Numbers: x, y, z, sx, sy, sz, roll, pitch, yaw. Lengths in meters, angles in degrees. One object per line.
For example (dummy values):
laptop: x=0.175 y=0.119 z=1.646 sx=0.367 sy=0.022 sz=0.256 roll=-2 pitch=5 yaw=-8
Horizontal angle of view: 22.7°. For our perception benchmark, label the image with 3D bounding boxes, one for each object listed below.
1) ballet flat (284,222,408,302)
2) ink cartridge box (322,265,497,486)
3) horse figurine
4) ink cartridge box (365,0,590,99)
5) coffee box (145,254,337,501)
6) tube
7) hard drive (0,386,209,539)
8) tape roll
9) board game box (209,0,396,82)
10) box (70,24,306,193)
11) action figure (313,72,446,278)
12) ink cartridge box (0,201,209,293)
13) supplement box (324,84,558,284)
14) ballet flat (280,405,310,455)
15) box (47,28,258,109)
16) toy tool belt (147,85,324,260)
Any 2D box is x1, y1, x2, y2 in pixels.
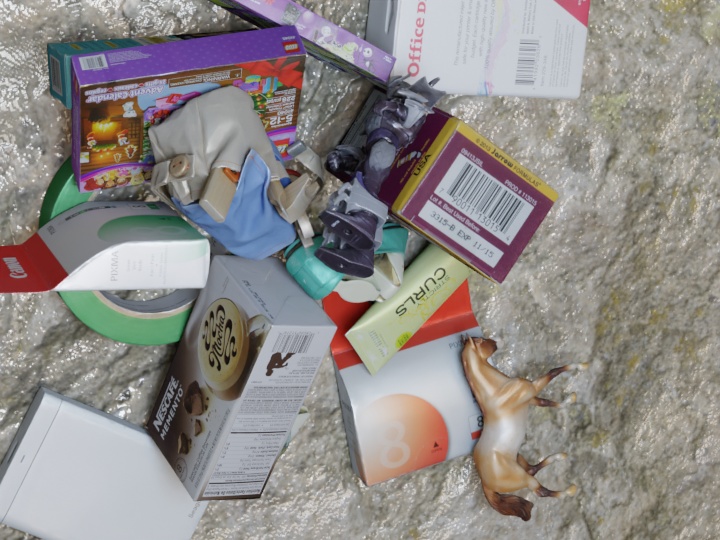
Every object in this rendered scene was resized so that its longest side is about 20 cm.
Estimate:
ballet flat: x=0.000 y=0.000 z=1.675 sx=0.067 sy=0.200 sz=0.071 roll=-42 pitch=74 yaw=25
ink cartridge box: x=0.057 y=0.098 z=1.787 sx=0.161 sy=0.050 sz=0.202 roll=-16 pitch=113 yaw=-17
horse figurine: x=0.158 y=0.163 z=1.795 sx=0.132 sy=0.050 sz=0.202 roll=0 pitch=102 yaw=-23
ink cartridge box: x=0.112 y=-0.243 z=1.694 sx=0.198 sy=0.086 sz=0.149 roll=2 pitch=104 yaw=-20
coffee box: x=-0.113 y=0.100 z=1.650 sx=0.079 sy=0.113 sz=0.201 roll=2 pitch=123 yaw=-39
tube: x=0.066 y=0.014 z=1.752 sx=0.200 sy=0.052 sz=0.058 roll=-46 pitch=99 yaw=-12
hard drive: x=-0.244 y=0.208 z=1.713 sx=0.199 sy=0.027 sz=0.133 roll=26 pitch=94 yaw=-25
tape roll: x=-0.195 y=-0.033 z=1.654 sx=0.199 sy=0.048 sz=0.202 roll=-6 pitch=107 yaw=-19
board game box: x=-0.074 y=-0.228 z=1.608 sx=0.199 sy=0.120 sz=0.032 roll=26 pitch=94 yaw=-26
box: x=-0.151 y=-0.139 z=1.554 sx=0.198 sy=0.039 sz=0.137 roll=-10 pitch=145 yaw=-16
action figure: x=0.013 y=-0.097 z=1.548 sx=0.069 sy=0.130 sz=0.201 roll=24 pitch=55 yaw=-9
ink cartridge box: x=-0.243 y=-0.022 z=1.524 sx=0.198 sy=0.161 sz=0.051 roll=1 pitch=104 yaw=-21
supplement box: x=0.071 y=-0.084 z=1.658 sx=0.131 sy=0.200 sz=0.104 roll=33 pitch=92 yaw=-25
ballet flat: x=-0.080 y=0.112 z=1.735 sx=0.071 sy=0.069 sz=0.202 roll=-2 pitch=106 yaw=-41
box: x=-0.174 y=-0.181 z=1.603 sx=0.198 sy=0.082 sz=0.050 roll=-7 pitch=106 yaw=-20
toy tool belt: x=-0.095 y=-0.059 z=1.548 sx=0.124 sy=0.124 sz=0.200 roll=-31 pitch=146 yaw=15
